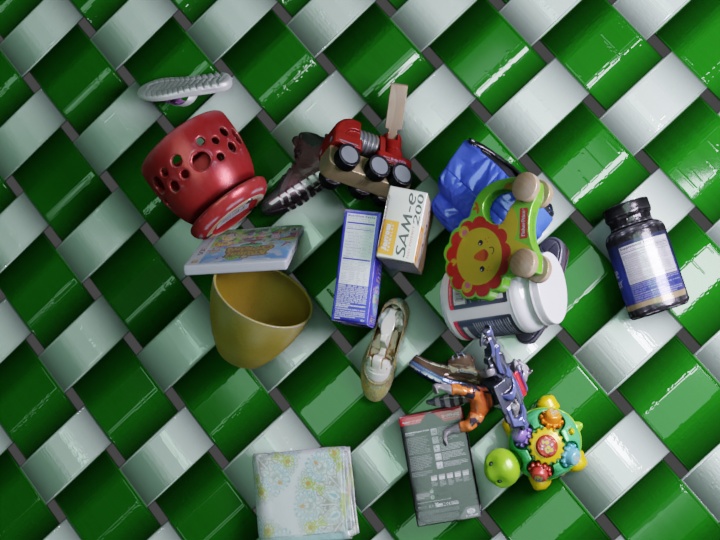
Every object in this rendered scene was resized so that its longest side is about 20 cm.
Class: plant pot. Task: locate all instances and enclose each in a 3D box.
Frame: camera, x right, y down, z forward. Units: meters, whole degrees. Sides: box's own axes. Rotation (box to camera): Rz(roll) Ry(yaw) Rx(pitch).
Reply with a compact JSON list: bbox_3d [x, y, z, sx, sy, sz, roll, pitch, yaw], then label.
[{"bbox_3d":[-0.205,0.098,1.631,0.198,0.200,0.144,32,117,10],"label":"plant pot"},{"bbox_3d":[-0.293,-0.174,1.659,0.199,0.200,0.184,-36,88,4],"label":"plant pot"}]

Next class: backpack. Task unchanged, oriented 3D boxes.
[{"bbox_3d":[0.244,-0.112,1.577,0.199,0.162,0.169,39,104,19],"label":"backpack"}]

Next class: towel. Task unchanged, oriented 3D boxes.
[{"bbox_3d":[-0.105,0.428,1.640,0.195,0.048,0.176,-7,80,8],"label":"towel"}]

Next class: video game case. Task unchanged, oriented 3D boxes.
[{"bbox_3d":[-0.218,-0.041,1.644,0.195,0.183,0.023,-3,113,9],"label":"video game case"}]

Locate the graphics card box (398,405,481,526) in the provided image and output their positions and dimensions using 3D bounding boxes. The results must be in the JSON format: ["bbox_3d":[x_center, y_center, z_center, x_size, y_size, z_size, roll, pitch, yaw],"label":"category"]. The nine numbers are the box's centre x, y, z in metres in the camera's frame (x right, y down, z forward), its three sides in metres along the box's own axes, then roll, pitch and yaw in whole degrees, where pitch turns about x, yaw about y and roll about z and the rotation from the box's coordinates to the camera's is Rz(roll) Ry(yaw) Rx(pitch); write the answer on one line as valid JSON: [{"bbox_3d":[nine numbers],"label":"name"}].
[{"bbox_3d":[0.148,0.362,1.603,0.123,0.051,0.205,-12,81,7],"label":"graphics card box"}]

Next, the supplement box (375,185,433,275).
[{"bbox_3d":[0.085,-0.069,1.581,0.072,0.200,0.129,11,86,10],"label":"supplement box"}]

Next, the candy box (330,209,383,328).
[{"bbox_3d":[0.000,0.000,1.604,0.075,0.169,0.205,7,85,6],"label":"candy box"}]

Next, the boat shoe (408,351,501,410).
[{"bbox_3d":[0.188,0.191,1.610,0.196,0.072,0.074,22,83,1],"label":"boat shoe"}]

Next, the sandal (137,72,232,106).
[{"bbox_3d":[-0.357,-0.359,1.756,0.198,0.083,0.051,-5,127,7],"label":"sandal"}]

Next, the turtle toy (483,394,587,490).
[{"bbox_3d":[0.313,0.324,1.554,0.197,0.101,0.148,-29,80,5],"label":"turtle toy"}]

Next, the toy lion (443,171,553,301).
[{"bbox_3d":[0.227,-0.052,1.460,0.189,0.068,0.205,-4,78,40],"label":"toy lion"}]

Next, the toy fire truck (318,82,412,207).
[{"bbox_3d":[0.021,-0.253,1.643,0.173,0.129,0.204,16,60,-22],"label":"toy fire truck"}]

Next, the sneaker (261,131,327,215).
[{"bbox_3d":[-0.127,-0.200,1.701,0.198,0.076,0.117,-31,75,-6],"label":"sneaker"}]

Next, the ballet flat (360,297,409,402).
[{"bbox_3d":[0.043,0.149,1.634,0.069,0.071,0.204,17,87,10],"label":"ballet flat"}]

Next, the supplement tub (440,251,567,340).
[{"bbox_3d":[0.254,0.045,1.540,0.197,0.139,0.144,-11,81,36],"label":"supplement tub"}]

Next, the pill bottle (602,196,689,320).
[{"bbox_3d":[0.508,-0.023,1.554,0.110,0.112,0.204,-17,81,7],"label":"pill bottle"}]

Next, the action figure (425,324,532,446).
[{"bbox_3d":[0.212,0.194,1.526,0.190,0.104,0.204,-18,100,-14],"label":"action figure"}]

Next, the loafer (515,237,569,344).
[{"bbox_3d":[0.345,0.043,1.600,0.071,0.062,0.204,17,90,42],"label":"loafer"}]
